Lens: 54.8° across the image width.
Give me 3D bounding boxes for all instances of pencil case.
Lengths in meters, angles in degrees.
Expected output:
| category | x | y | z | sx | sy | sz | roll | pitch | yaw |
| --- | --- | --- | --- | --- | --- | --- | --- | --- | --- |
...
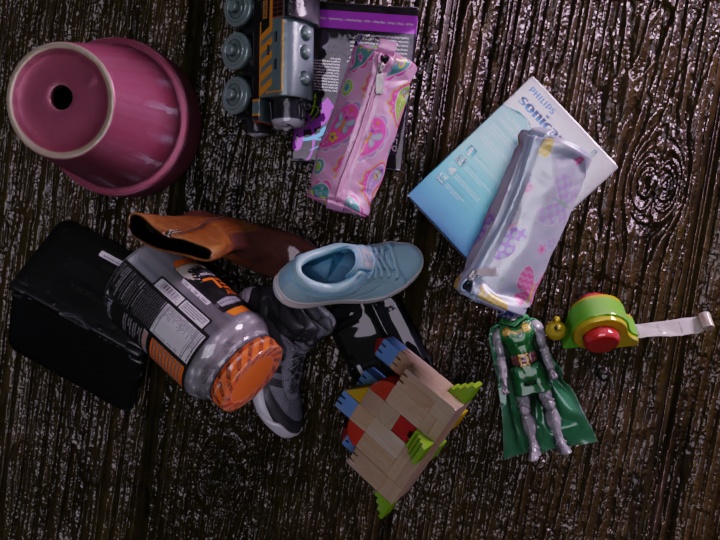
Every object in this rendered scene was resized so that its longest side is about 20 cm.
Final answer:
| category | x | y | z | sx | sy | sz | roll | pitch | yaw |
| --- | --- | --- | --- | --- | --- | --- | --- | --- | --- |
| pencil case | 0.001 | -0.166 | 0.818 | 0.087 | 0.087 | 0.200 | 20 | 98 | 5 |
| pencil case | 0.173 | -0.051 | 0.754 | 0.091 | 0.083 | 0.200 | 20 | 97 | -31 |

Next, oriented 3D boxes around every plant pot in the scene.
| category | x | y | z | sx | sy | sz | roll | pitch | yaw |
| --- | --- | --- | --- | --- | --- | --- | --- | --- | --- |
| plant pot | -0.316 | -0.190 | 0.839 | 0.199 | 0.179 | 0.201 | 1 | 95 | 7 |

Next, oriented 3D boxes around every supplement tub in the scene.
| category | x | y | z | sx | sy | sz | roll | pitch | yaw |
| --- | --- | --- | --- | --- | --- | --- | --- | --- | --- |
| supplement tub | -0.195 | 0.066 | 0.819 | 0.200 | 0.123 | 0.123 | 38 | 98 | 18 |

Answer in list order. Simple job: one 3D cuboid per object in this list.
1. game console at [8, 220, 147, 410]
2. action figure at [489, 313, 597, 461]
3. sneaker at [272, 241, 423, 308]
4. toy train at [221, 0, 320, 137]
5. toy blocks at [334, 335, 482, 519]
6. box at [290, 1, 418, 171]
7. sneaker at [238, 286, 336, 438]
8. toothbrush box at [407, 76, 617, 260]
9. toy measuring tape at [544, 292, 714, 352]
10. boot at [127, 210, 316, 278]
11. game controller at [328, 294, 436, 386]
| category | x | y | z | sx | sy | sz | roll | pitch | yaw |
| --- | --- | --- | --- | --- | --- | --- | --- | --- | --- |
| game console | -0.358 | 0.061 | 0.943 | 0.200 | 0.116 | 0.176 | 27 | 67 | 3 |
| action figure | 0.210 | 0.132 | 0.867 | 0.118 | 0.055 | 0.201 | -16 | 88 | 10 |
| sneaker | 0.000 | 0.000 | 0.825 | 0.200 | 0.082 | 0.074 | -15 | 79 | -27 |
| toy train | -0.105 | -0.264 | 0.840 | 0.114 | 0.085 | 0.201 | 3 | 93 | 36 |
| toy blocks | 0.035 | 0.177 | 0.846 | 0.137 | 0.100 | 0.200 | 37 | 111 | 22 |
| box | -0.008 | -0.230 | 0.873 | 0.143 | 0.036 | 0.201 | 7 | 94 | 7 |
| sneaker | -0.083 | 0.108 | 0.875 | 0.114 | 0.075 | 0.201 | -16 | 89 | 23 |
| toothbrush box | 0.177 | -0.106 | 0.835 | 0.200 | 0.085 | 0.146 | -44 | 89 | 8 |
| toy measuring tape | 0.324 | 0.058 | 0.835 | 0.199 | 0.074 | 0.074 | -7 | 93 | 8 |
| boot | -0.148 | -0.032 | 0.819 | 0.188 | 0.200 | 0.069 | 26 | 95 | 4 |
| game controller | 0.036 | 0.121 | 0.897 | 0.104 | 0.042 | 0.200 | -26 | 90 | 22 |
